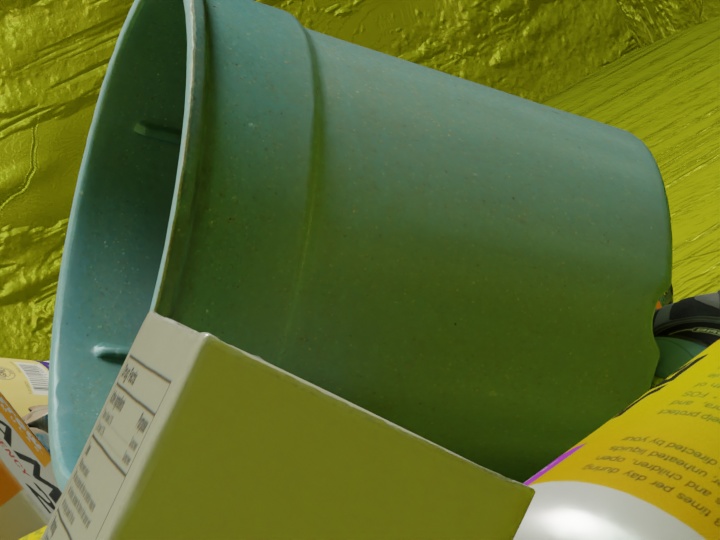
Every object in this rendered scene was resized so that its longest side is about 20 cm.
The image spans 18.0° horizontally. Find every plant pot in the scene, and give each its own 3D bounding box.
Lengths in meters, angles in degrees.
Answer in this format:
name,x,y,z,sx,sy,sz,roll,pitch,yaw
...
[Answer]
name,x,y,z,sx,sy,sz,roll,pitch,yaw
plant pot,0.000,0.000,0.860,0.196,0.201,0.200,10,-6,-17

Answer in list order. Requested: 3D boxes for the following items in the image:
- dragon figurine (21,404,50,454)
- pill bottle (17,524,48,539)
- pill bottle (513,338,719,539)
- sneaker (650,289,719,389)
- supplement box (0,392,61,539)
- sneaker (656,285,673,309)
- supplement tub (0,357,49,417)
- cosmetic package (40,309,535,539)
name,x,y,z,sx,sy,sz,roll,pitch,yaw
dragon figurine,-0.141,0.121,1.091,0.200,0.099,0.059,-44,9,7
pill bottle,-0.068,0.128,0.756,0.200,0.112,0.111,-27,5,-4
pill bottle,0.086,0.079,0.534,0.200,0.104,0.104,-30,7,-40
sneaker,0.122,0.049,0.930,0.083,0.071,0.200,-14,2,-18
supplement box,-0.222,0.147,1.028,0.200,0.126,0.074,-39,3,8
sneaker,0.082,0.038,1.204,0.200,0.076,0.078,-12,7,34
supplement tub,-0.243,0.113,1.180,0.200,0.146,0.145,6,-13,-31
cosmetic package,-0.049,0.114,0.449,0.200,0.073,0.104,-64,10,-3
